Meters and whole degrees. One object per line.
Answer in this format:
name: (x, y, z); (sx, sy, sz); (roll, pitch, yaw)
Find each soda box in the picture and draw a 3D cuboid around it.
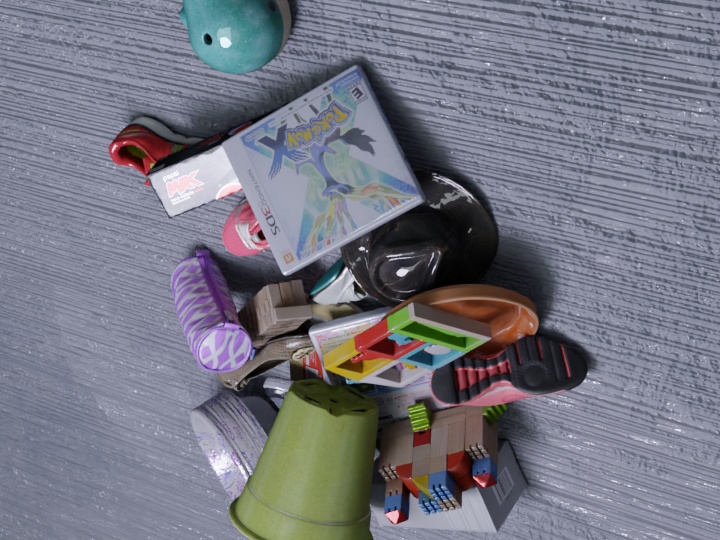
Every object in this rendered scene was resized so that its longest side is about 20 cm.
soda box: (-0.168, -0.138, 1.672); (0.199, 0.063, 0.071); (-20, 111, 19)

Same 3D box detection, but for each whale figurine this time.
whale figurine: (-0.173, -0.325, 1.556); (0.159, 0.104, 0.201); (-20, 108, 43)

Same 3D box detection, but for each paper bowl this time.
paper bowl: (-0.161, 0.269, 1.955); (0.201, 0.104, 0.201); (50, 159, 27)

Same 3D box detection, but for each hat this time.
hat: (0.064, -0.019, 1.591); (0.199, 0.081, 0.202); (5, 119, 9)

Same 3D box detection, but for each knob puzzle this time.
knob puzzle: (-0.009, 0.120, 1.821); (0.218, 0.030, 0.221); (19, 130, 24)

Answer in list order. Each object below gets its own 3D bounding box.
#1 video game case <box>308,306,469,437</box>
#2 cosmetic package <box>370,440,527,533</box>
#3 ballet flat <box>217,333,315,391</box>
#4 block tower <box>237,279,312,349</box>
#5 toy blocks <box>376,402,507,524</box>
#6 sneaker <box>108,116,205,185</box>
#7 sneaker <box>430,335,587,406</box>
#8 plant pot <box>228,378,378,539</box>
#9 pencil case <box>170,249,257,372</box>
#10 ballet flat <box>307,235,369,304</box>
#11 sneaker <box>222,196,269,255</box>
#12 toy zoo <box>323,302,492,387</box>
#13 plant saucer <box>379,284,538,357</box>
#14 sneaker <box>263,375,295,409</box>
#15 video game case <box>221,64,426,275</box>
video game case: (0.054, 0.131, 1.747); (0.199, 0.024, 0.183); (-14, 113, 20)
cosmetic package: (0.113, 0.295, 1.812); (0.199, 0.107, 0.091); (-7, 118, 40)
ballet flat: (-0.127, 0.128, 1.829); (0.199, 0.067, 0.047); (-22, 71, 37)
block tower: (-0.128, 0.067, 1.804); (0.200, 0.054, 0.058); (-36, 64, 62)
toy blocks: (0.101, 0.254, 1.715); (0.199, 0.137, 0.100); (-17, 131, 21)
sneaker: (-0.251, -0.137, 1.763); (0.199, 0.085, 0.077); (21, 132, 22)
sneaker: (0.192, 0.131, 1.668); (0.199, 0.087, 0.074); (-9, 75, 19)
plant pot: (-0.056, 0.252, 1.724); (0.199, 0.200, 0.191); (20, 104, 22)
pencil case: (-0.209, 0.057, 1.812); (0.200, 0.083, 0.086); (-124, 39, -52)
ballet flat: (0.000, 0.000, 1.705); (0.069, 0.069, 0.200); (43, 132, 0)
sneaker: (-0.129, -0.061, 1.721); (0.200, 0.087, 0.074); (-25, 104, 44)
toy zoo: (0.047, 0.100, 1.609); (0.131, 0.021, 0.200); (17, 144, -38)
plant saucer: (0.119, 0.066, 1.616); (0.199, 0.033, 0.201); (-5, 153, -3)
sneaker: (-0.075, 0.241, 1.863); (0.200, 0.114, 0.075); (40, 157, -23)
video game case: (-0.046, -0.119, 1.577); (0.199, 0.022, 0.183); (-28, 84, 15)
